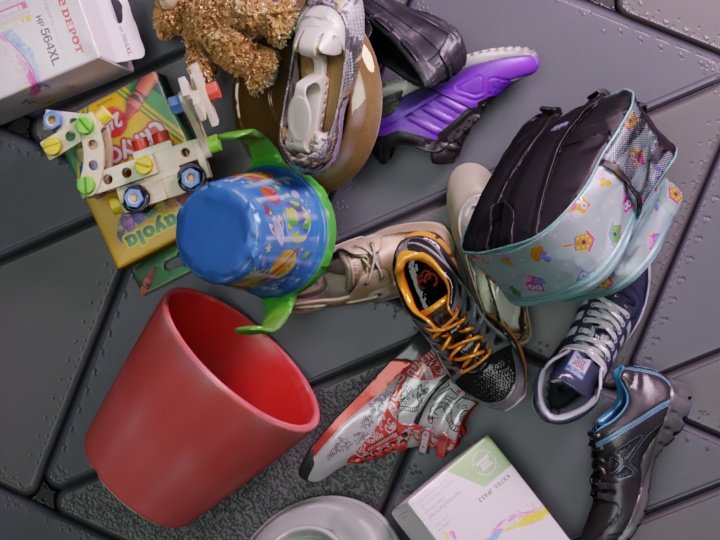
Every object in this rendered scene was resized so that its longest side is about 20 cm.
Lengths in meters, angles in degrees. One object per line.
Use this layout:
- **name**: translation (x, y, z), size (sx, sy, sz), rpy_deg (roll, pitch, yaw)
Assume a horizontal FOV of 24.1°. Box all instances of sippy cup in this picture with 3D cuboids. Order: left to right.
- **sippy cup**: translation (-0.110, -0.037, 1.643), size (0.140, 0.130, 0.178), rpy_deg (-43, 75, 21)

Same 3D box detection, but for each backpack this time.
- **backpack**: translation (0.199, -0.054, 1.612), size (0.154, 0.175, 0.200), rpy_deg (54, 54, -20)

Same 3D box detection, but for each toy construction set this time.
- **toy construction set**: translation (-0.218, -0.129, 1.694), size (0.199, 0.092, 0.132), rpy_deg (-19, 90, 19)

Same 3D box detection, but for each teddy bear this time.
- **teddy bear**: translation (-0.141, -0.253, 1.695), size (0.200, 0.067, 0.145), rpy_deg (52, 122, 29)

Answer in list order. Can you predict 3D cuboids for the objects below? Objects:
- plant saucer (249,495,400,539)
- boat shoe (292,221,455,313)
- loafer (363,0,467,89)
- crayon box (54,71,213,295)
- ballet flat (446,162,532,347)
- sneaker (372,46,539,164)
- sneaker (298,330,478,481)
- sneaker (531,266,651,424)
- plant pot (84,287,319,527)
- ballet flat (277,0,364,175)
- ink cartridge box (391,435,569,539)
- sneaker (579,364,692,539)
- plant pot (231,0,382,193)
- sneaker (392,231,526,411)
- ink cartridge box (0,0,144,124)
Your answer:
- **plant saucer**: translation (-0.051, 0.314, 1.693), size (0.199, 0.050, 0.201), rpy_deg (-11, 59, 19)
- **boat shoe**: translation (0.000, 0.000, 1.722), size (0.199, 0.065, 0.073), rpy_deg (-15, 89, 8)
- **loafer**: translation (0.017, -0.236, 1.680), size (0.070, 0.068, 0.200), rpy_deg (-42, 51, -21)
- **crayon box**: translation (-0.222, -0.090, 1.762), size (0.126, 0.051, 0.201), rpy_deg (-27, 87, 7)
- **ballet flat**: translation (0.134, -0.013, 1.702), size (0.069, 0.069, 0.201), rpy_deg (-14, 89, 8)
- **sneaker**: translation (0.094, -0.162, 1.711), size (0.199, 0.070, 0.100), rpy_deg (-17, 95, 12)
- **sneaker**: translation (0.035, 0.167, 1.719), size (0.108, 0.067, 0.202), rpy_deg (43, 94, 8)
- **sneaker**: translation (0.231, 0.066, 1.668), size (0.070, 0.108, 0.201), rpy_deg (28, 94, 6)
- **plant pot**: translation (-0.171, 0.147, 1.698), size (0.200, 0.200, 0.177), rpy_deg (44, 107, 6)
- **ballet flat**: translation (-0.040, -0.190, 1.613), size (0.071, 0.072, 0.202), rpy_deg (9, 95, 8)
- **ink cartridge box**: translation (0.140, 0.281, 1.682), size (0.117, 0.067, 0.200), rpy_deg (-37, 85, -22)
- **sneaker**: translation (0.254, 0.190, 1.679), size (0.081, 0.073, 0.201), rpy_deg (24, 85, -12)
- **plant pot**: translation (-0.063, -0.175, 1.698), size (0.199, 0.027, 0.202), rpy_deg (7, 100, 38)
- **sneaker**: translation (0.090, 0.054, 1.651), size (0.078, 0.077, 0.200), rpy_deg (-38, 84, 13)
- **ink cartridge box**: translation (-0.336, -0.244, 1.739), size (0.199, 0.125, 0.129), rpy_deg (-21, 88, 9)
